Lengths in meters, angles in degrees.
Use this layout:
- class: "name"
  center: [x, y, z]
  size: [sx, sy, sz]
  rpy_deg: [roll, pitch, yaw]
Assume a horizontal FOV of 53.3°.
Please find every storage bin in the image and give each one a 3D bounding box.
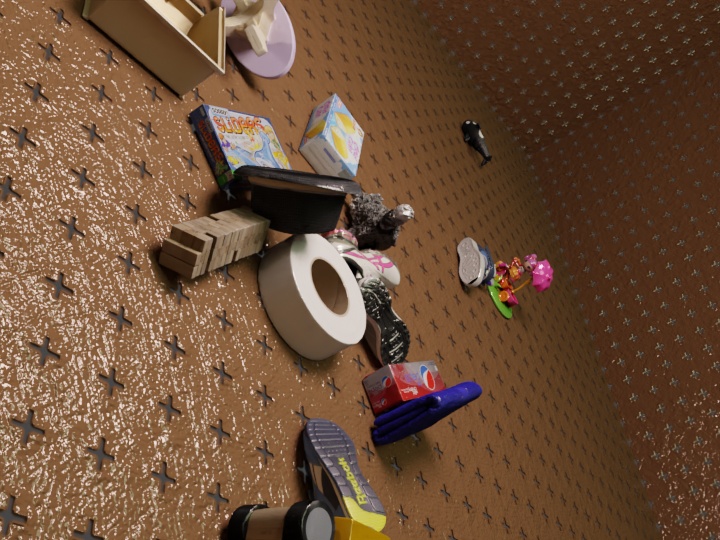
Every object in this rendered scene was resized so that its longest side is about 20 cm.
- class: "storage bin"
  center: [-0.314, -0.410, 1.125]
  size: [0.200, 0.093, 0.200]
  rpy_deg: [37, 34, -42]

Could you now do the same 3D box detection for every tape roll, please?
- class: "tape roll"
  center: [-0.075, 0.039, 1.163]
  size: [0.202, 0.070, 0.204]
  rpy_deg: [44, 31, -35]

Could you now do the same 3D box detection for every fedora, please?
- class: "fedora"
  center: [-0.100, -0.105, 1.106]
  size: [0.200, 0.199, 0.093]
  rpy_deg: [-12, 112, -65]

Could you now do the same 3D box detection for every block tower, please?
- class: "block tower"
  center: [-0.196, -0.044, 1.004]
  size: [0.057, 0.054, 0.200]
  rpy_deg: [25, 20, 12]

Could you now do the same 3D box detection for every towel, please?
- class: "towel"
  center: [0.115, 0.239, 1.243]
  size: [0.050, 0.147, 0.199]
  rpy_deg: [60, 23, 17]

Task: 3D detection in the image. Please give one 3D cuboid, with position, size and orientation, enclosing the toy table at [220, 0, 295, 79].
- class: "toy table"
  center: [-0.203, -0.462, 1.321]
  size: [0.201, 0.183, 0.117]
  rpy_deg: [52, 7, 7]

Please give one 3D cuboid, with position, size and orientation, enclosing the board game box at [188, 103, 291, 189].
- class: "board game box"
  center: [-0.194, -0.204, 1.220]
  size: [0.136, 0.034, 0.200]
  rpy_deg: [65, 24, 6]

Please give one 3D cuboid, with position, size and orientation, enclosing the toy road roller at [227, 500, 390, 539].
- class: "toy road roller"
  center: [-0.063, 0.353, 0.814]
  size: [0.200, 0.122, 0.147]
  rpy_deg: [38, 48, -42]

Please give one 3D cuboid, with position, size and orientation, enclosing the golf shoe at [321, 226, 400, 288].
- class: "golf shoe"
  center: [0.000, 0.000, 1.359]
  size: [0.199, 0.072, 0.093]
  rpy_deg: [28, 46, -37]

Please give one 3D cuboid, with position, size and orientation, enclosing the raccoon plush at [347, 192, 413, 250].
- class: "raccoon plush"
  center: [0.049, -0.126, 1.449]
  size: [0.096, 0.199, 0.135]
  rpy_deg: [20, 59, -38]

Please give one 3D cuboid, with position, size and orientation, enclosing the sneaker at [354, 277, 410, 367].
- class: "sneaker"
  center: [0.030, 0.096, 1.312]
  size: [0.074, 0.079, 0.201]
  rpy_deg: [-34, 116, -28]

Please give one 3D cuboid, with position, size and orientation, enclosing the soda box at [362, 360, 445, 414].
- class: "soda box"
  center: [0.084, 0.210, 1.308]
  size: [0.199, 0.063, 0.071]
  rpy_deg: [8, 56, -60]

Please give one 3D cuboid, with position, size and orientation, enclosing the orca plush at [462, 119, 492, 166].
- class: "orca plush"
  center: [0.425, -0.489, 2.740]
  size: [0.105, 0.070, 0.202]
  rpy_deg: [131, -56, -68]

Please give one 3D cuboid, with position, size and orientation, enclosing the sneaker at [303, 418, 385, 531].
- class: "sneaker"
  center: [-0.039, 0.291, 0.985]
  size: [0.073, 0.083, 0.201]
  rpy_deg: [9, 34, -32]

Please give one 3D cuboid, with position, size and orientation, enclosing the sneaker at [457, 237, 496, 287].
- class: "sneaker"
  center: [0.341, 0.009, 2.003]
  size: [0.146, 0.080, 0.201]
  rpy_deg: [43, 25, -28]

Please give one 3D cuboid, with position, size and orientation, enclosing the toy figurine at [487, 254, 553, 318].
- class: "toy figurine"
  center: [0.487, 0.017, 2.160]
  size: [0.150, 0.183, 0.201]
  rpy_deg: [33, 36, -47]

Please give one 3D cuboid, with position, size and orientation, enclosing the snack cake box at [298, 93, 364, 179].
- class: "snack cake box"
  center: [-0.057, -0.275, 1.527]
  size: [0.115, 0.067, 0.201]
  rpy_deg: [49, 28, -26]
